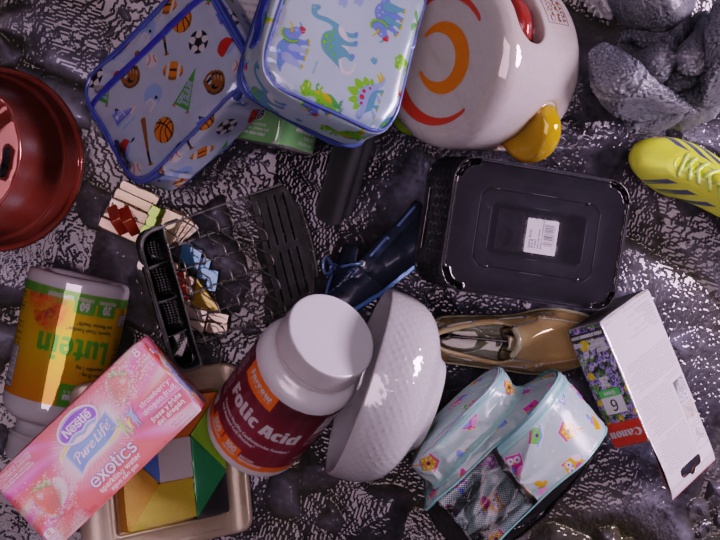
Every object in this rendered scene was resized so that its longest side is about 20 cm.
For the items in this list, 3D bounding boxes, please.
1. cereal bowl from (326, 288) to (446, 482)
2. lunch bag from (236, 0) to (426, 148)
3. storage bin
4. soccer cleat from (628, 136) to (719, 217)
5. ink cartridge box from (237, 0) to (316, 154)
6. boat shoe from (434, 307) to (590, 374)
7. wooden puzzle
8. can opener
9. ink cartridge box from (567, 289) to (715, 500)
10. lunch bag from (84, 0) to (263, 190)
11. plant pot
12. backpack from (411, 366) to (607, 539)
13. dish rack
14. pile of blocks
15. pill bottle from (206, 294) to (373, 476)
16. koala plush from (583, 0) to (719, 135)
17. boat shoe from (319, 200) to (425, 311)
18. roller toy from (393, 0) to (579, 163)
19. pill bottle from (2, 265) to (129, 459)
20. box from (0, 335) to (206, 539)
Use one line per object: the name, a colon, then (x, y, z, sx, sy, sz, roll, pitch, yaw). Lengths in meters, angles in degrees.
cereal bowl: (0.034, 0.126, 1.601, 0.082, 0.200, 0.202, 20, 91, -7)
lunch bag: (-0.028, -0.235, 1.508, 0.159, 0.082, 0.202, 22, 71, -23)
storage bin: (0.168, -0.040, 1.625, 0.197, 0.094, 0.137, 8, 92, -16)
soccer cleat: (0.381, -0.090, 1.653, 0.198, 0.084, 0.065, 27, 92, 0)
ink cartridge box: (-0.105, -0.236, 1.626, 0.144, 0.087, 0.203, 13, 93, 28)
boat shoe: (0.168, 0.079, 1.662, 0.197, 0.076, 0.073, -4, 89, -1)
wooden puzzle: (-0.205, 0.202, 1.642, 0.198, 0.037, 0.188, -6, 92, -36)
can opener: (-0.015, -0.144, 1.632, 0.066, 0.053, 0.202, 25, 124, 20)
ink cartridge box: (0.299, 0.133, 1.646, 0.050, 0.109, 0.202, -19, 95, 43)
lunch bag: (-0.189, -0.188, 1.578, 0.199, 0.075, 0.161, -38, 69, 20)
plant pot: (-0.401, -0.120, 1.603, 0.198, 0.195, 0.204, 0, 91, 0)
backpack: (0.152, 0.186, 1.615, 0.199, 0.176, 0.154, -35, 90, 6)
dish rack: (-0.134, 0.000, 1.635, 0.198, 0.054, 0.155, -21, 108, -23)
pile of blocks: (-0.202, -0.014, 1.671, 0.082, 0.062, 0.200, -41, 91, 1)
pill bottle: (-0.072, 0.118, 1.596, 0.114, 0.114, 0.200, 38, 135, 0)
koala plush: (0.314, -0.263, 1.631, 0.176, 0.184, 0.202, -21, 70, 13)
boat shoe: (0.000, 0.000, 1.670, 0.199, 0.084, 0.069, -36, 91, -15)
roller toy: (0.129, -0.215, 1.597, 0.199, 0.139, 0.185, 21, 106, 44)
pill bottle: (-0.317, 0.104, 1.649, 0.110, 0.111, 0.203, 12, 92, 0)
box: (-0.256, 0.168, 1.539, 0.200, 0.103, 0.095, -43, 93, -1)
